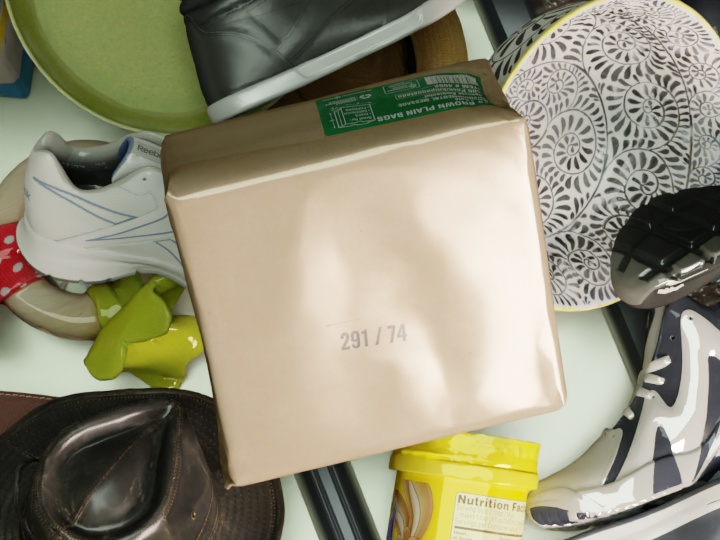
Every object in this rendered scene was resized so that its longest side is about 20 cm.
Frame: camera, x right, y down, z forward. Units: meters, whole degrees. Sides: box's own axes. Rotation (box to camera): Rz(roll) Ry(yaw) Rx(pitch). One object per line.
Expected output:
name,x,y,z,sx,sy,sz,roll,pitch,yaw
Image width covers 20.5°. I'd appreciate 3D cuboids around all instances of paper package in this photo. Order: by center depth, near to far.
paper package,0.000,0.000,1.103,0.198,0.104,0.192,-12,117,-3

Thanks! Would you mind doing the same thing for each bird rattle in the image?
bird rattle,-0.185,-0.004,1.253,0.198,0.113,0.164,16,68,12

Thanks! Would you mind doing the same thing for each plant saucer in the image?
plant saucer,-0.118,-0.175,1.195,0.198,0.031,0.202,3,80,-15

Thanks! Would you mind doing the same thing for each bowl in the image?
bowl,0.128,-0.085,1.232,0.199,0.094,0.203,-14,118,-27

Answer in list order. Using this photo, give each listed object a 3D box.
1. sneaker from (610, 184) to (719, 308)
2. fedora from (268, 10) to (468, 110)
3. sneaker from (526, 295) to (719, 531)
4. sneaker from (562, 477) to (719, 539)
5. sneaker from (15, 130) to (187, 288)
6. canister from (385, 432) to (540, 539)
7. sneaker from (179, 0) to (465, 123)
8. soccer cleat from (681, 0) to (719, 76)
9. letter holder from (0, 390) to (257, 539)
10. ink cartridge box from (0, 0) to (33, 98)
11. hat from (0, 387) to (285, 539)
sneaker,0.230,-0.019,1.217,0.199,0.080,0.075,-31,42,-30
fedora,-0.025,-0.121,1.258,0.198,0.082,0.203,-1,75,4
sneaker,0.180,0.076,1.236,0.198,0.080,0.131,-21,76,2
sneaker,0.216,0.208,1.210,0.201,0.077,0.147,-24,72,7
sneaker,-0.104,-0.036,1.160,0.198,0.088,0.075,2,43,-2
canister,0.049,0.198,1.184,0.086,0.149,0.202,8,84,0
sneaker,-0.019,-0.171,1.167,0.199,0.071,0.100,-27,96,-17
soccer cleat,0.204,-0.209,1.273,0.066,0.076,0.202,-20,83,-3
letter holder,-0.168,0.165,1.212,0.198,0.101,0.143,11,51,1
ink cartridge box,-0.280,-0.202,1.209,0.145,0.200,0.148,5,82,0
hat,-0.137,0.122,1.134,0.198,0.081,0.202,4,49,-4
